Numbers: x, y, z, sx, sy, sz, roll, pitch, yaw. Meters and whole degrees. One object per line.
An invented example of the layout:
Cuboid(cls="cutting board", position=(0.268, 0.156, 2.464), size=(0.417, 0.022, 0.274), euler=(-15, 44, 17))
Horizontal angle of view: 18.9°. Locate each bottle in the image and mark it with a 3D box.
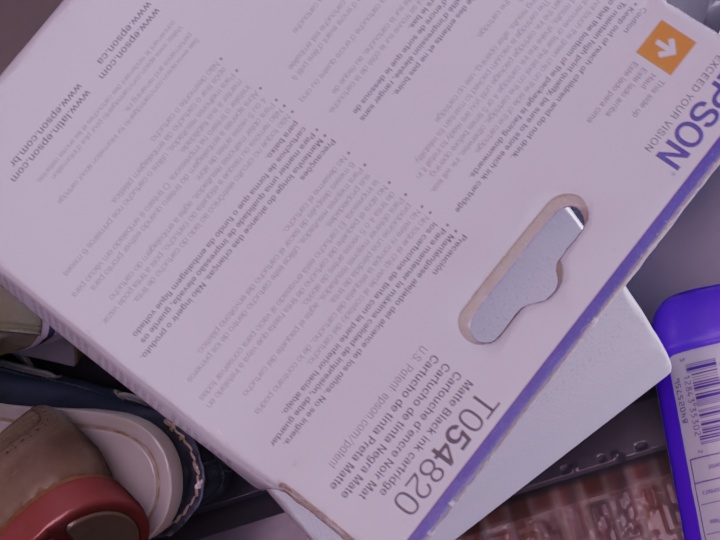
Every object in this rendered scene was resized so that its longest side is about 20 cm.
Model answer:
Cuboid(cls="bottle", position=(0.164, 0.103, 0.819), size=(0.083, 0.065, 0.201), euler=(-11, 77, 7))

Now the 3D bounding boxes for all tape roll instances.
Cuboid(cls="tape roll", position=(0.000, 0.000, 0.800), size=(0.139, 0.203, 0.203), euler=(-37, 74, 0))

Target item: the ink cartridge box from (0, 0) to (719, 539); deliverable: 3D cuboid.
Cuboid(cls="ink cartridge box", position=(-0.006, -0.037, 0.679), size=(0.200, 0.041, 0.200), euler=(37, 81, 14))

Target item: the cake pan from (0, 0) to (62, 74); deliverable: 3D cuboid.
Cuboid(cls="cake pan", position=(-0.141, -0.097, 0.792), size=(0.200, 0.037, 0.201), euler=(-11, 46, 11))

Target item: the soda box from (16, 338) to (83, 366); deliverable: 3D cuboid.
Cuboid(cls="soda box", position=(-0.198, -0.022, 0.900), size=(0.199, 0.064, 0.068), euler=(11, 123, 12))

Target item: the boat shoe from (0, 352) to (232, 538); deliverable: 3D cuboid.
Cuboid(cls="boat shoe", position=(-0.147, 0.068, 0.883), size=(0.199, 0.062, 0.075), euler=(3, 93, 26))

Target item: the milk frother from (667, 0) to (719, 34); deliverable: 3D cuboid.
Cuboid(cls="milk frother", position=(0.099, -0.191, 0.834), size=(0.200, 0.181, 0.188), euler=(35, 90, 9))

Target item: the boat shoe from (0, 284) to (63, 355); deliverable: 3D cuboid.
Cuboid(cls="boat shoe", position=(-0.161, 0.008, 0.781), size=(0.062, 0.200, 0.072), euler=(-17, 91, -31))

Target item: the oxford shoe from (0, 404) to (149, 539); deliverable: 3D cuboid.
Cuboid(cls="oxford shoe", position=(-0.170, 0.133, 0.819), size=(0.200, 0.070, 0.075), euler=(-39, 50, 2))
